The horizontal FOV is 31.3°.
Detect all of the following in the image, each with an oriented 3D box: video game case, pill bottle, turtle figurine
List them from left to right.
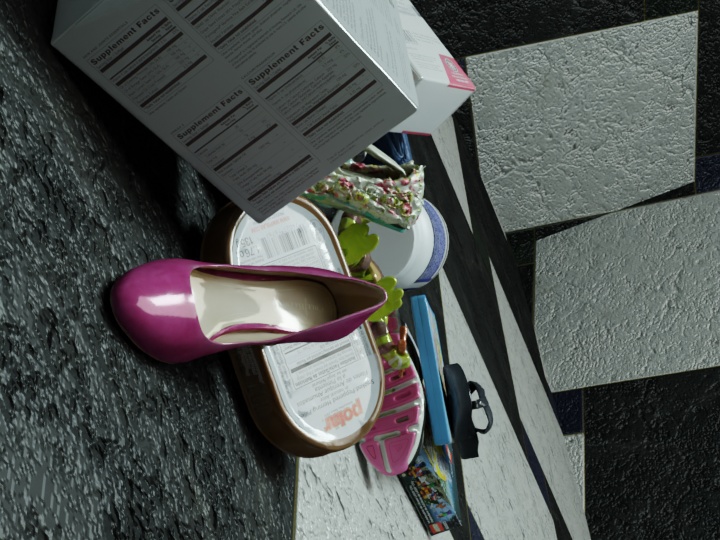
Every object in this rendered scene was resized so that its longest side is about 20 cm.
[{"bbox_3d":[0.000,0.000,1.157,0.161,0.064,0.203,74,3,-84],"label":"turtle figurine"},{"bbox_3d":[0.030,-0.033,1.416,0.200,0.114,0.117,-2,72,-79],"label":"pill bottle"},{"bbox_3d":[0.077,0.107,1.329,0.200,0.018,0.145,50,31,-81],"label":"video game case"}]

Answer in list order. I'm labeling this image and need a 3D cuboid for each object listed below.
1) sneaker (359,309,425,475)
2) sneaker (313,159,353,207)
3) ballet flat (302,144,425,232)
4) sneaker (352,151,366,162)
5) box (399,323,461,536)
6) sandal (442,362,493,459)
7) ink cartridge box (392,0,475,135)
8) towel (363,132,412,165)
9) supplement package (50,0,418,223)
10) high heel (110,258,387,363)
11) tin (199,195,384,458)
[{"bbox_3d":[0.030,0.115,1.262,0.088,0.073,0.202,60,16,-52],"label":"sneaker"},{"bbox_3d":[-0.032,-0.138,1.395,0.140,0.077,0.202,48,24,-61],"label":"sneaker"},{"bbox_3d":[-0.033,-0.088,1.066,0.198,0.065,0.076,15,17,-25],"label":"ballet flat"},{"bbox_3d":[-0.069,-0.152,1.121,0.130,0.197,0.080,102,6,-59],"label":"sneaker"},{"bbox_3d":[0.063,0.172,1.420,0.201,0.037,0.138,-92,160,-58],"label":"box"},{"bbox_3d":[0.114,0.143,1.332,0.200,0.042,0.077,67,14,-71],"label":"sandal"},{"bbox_3d":[0.016,-0.252,1.407,0.201,0.083,0.146,55,25,16],"label":"ink cartridge box"},{"bbox_3d":[-0.009,-0.183,1.504,0.048,0.111,0.202,21,48,-57],"label":"towel"},{"bbox_3d":[-0.083,-0.174,0.882,0.200,0.150,0.153,41,26,-35],"label":"supplement package"},{"bbox_3d":[-0.066,0.020,0.813,0.199,0.095,0.068,20,57,-57],"label":"high heel"},{"bbox_3d":[-0.048,0.038,0.949,0.111,0.042,0.202,-21,91,-35],"label":"tin"}]
